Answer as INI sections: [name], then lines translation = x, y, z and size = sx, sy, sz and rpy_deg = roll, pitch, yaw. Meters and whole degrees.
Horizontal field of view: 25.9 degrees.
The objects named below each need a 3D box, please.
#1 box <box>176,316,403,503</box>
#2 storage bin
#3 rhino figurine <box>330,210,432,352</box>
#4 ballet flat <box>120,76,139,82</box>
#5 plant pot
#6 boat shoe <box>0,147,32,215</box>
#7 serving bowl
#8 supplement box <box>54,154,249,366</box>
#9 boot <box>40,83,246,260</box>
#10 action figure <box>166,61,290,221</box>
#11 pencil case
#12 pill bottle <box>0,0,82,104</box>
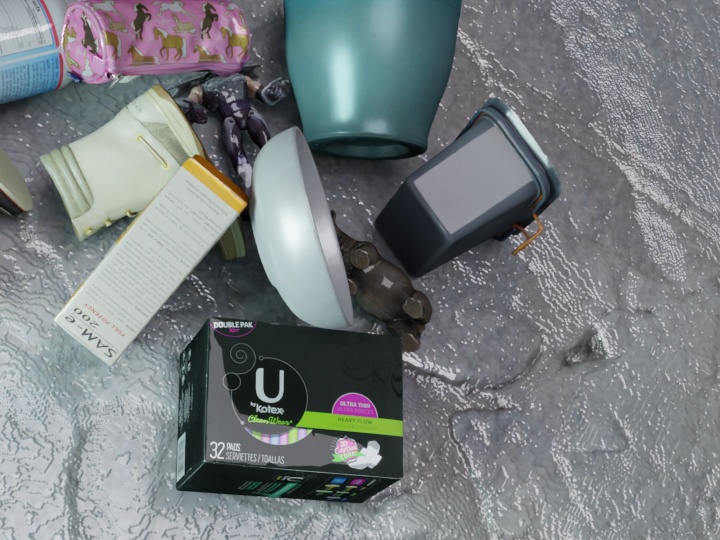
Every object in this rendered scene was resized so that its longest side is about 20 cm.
[box]
translation = -0.070, 0.141, 1.537
size = 0.200, 0.124, 0.149
rpy_deg = 6, 68, -18
[storage bin]
translation = 0.108, -0.067, 1.659
size = 0.134, 0.200, 0.146
rpy_deg = -34, 85, -18
[rhino figurine]
translation = 0.000, 0.000, 1.648
size = 0.200, 0.087, 0.060
rpy_deg = 45, 100, 1
[ballet flat]
translation = -0.224, -0.286, 1.680
size = 0.072, 0.072, 0.200
rpy_deg = 10, 68, -18
[plant pot]
translation = 0.008, -0.220, 1.681
size = 0.200, 0.200, 0.188
rpy_deg = 6, 83, -20
[boat shoe]
translation = -0.398, -0.112, 1.509
size = 0.200, 0.063, 0.071
rpy_deg = 44, 14, -42
[serving bowl]
translation = -0.064, -0.034, 1.511
size = 0.066, 0.200, 0.200
rpy_deg = -16, 74, 5
[supplement box]
translation = -0.197, -0.014, 1.497
size = 0.074, 0.126, 0.200
rpy_deg = 40, 92, -6
[boot]
translation = -0.217, -0.068, 1.585
size = 0.155, 0.072, 0.200
rpy_deg = -32, 114, -9
[action figure]
translation = -0.126, -0.157, 1.664
size = 0.130, 0.069, 0.200
rpy_deg = -21, 74, -17
[pencil case]
translation = -0.203, -0.232, 1.578
size = 0.200, 0.083, 0.087
rpy_deg = -12, 105, -44
[pill bottle]
translation = -0.354, -0.226, 1.576
size = 0.200, 0.109, 0.109
rpy_deg = -19, 78, -28
